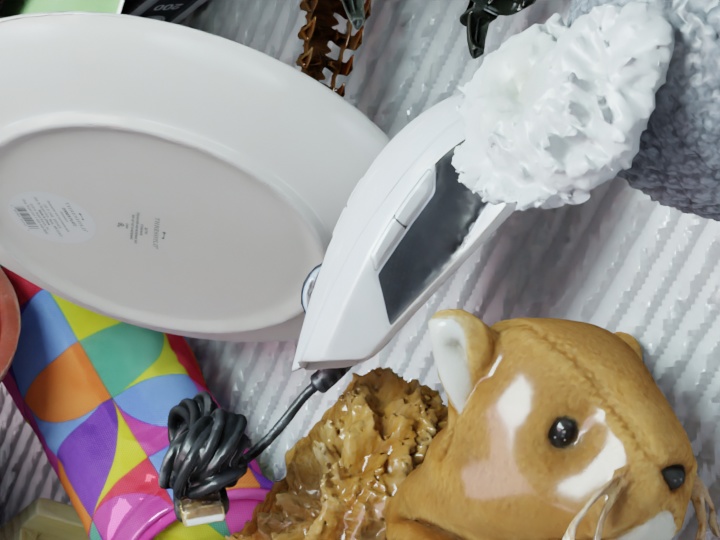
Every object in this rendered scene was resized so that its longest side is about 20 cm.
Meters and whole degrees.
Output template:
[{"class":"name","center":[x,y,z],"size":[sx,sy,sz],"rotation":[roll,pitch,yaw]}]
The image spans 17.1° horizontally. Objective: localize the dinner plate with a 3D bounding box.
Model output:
[{"class":"dinner plate","center":[-0.073,-0.022,0.861],"size":[0.200,0.200,0.024],"rotation":[-34,34,51]}]

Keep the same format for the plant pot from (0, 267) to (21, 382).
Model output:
[{"class":"plant pot","center":[-0.244,0.098,0.985],"size":[0.201,0.200,0.196],"rotation":[46,138,44]}]

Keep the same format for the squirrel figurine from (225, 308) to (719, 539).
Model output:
[{"class":"squirrel figurine","center":[0.023,0.095,0.776],"size":[0.200,0.141,0.187],"rotation":[28,107,49]}]

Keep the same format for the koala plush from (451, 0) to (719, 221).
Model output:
[{"class":"koala plush","center":[0.121,-0.077,0.598],"size":[0.200,0.177,0.184],"rotation":[-38,70,45]}]

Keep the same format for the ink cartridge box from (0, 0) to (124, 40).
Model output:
[{"class":"ink cartridge box","center":[-0.066,-0.177,0.870],"size":[0.145,0.048,0.200],"rotation":[17,92,64]}]

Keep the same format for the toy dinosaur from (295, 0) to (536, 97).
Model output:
[{"class":"toy dinosaur","center":[0.017,-0.140,0.835],"size":[0.136,0.102,0.200],"rotation":[-122,24,-58]}]

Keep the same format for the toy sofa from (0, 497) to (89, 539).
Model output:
[{"class":"toy sofa","center":[-0.127,0.204,0.985],"size":[0.098,0.083,0.200],"rotation":[-38,41,45]}]

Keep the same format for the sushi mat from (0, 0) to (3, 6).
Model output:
[{"class":"sushi mat","center":[-0.139,-0.080,1.056],"size":[0.200,0.012,0.096],"rotation":[14,136,59]}]

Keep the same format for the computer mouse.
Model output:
[{"class":"computer mouse","center":[0.000,0.000,0.795],"size":[0.200,0.044,0.110],"rotation":[-47,2,4]}]

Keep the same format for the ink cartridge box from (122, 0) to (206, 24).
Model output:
[{"class":"ink cartridge box","center":[-0.109,-0.196,1.034],"size":[0.200,0.043,0.198],"rotation":[-30,68,53]}]

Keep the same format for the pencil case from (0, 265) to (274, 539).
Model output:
[{"class":"pencil case","center":[-0.099,0.053,0.996],"size":[0.200,0.088,0.088],"rotation":[57,135,40]}]
